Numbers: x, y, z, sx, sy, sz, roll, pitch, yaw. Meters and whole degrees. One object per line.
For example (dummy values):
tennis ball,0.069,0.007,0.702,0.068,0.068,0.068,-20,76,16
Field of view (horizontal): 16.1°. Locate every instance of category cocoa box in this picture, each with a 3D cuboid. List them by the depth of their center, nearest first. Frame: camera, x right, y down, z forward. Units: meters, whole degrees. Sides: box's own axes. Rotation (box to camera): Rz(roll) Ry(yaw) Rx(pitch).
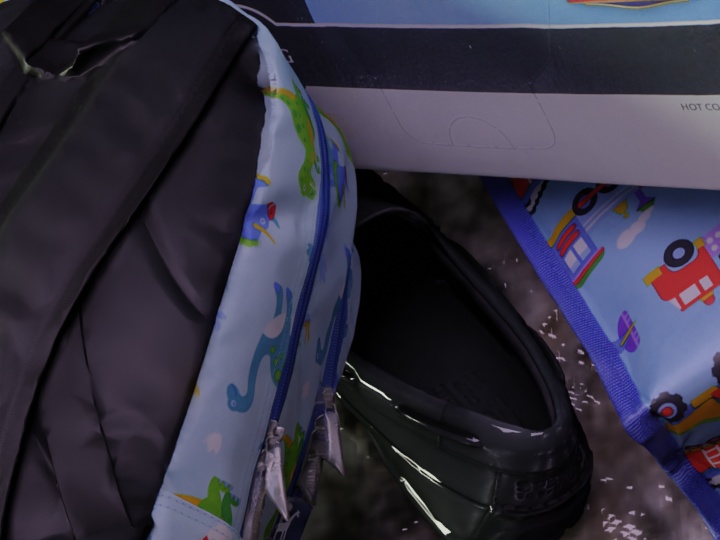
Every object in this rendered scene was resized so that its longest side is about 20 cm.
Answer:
cocoa box,0.050,-0.114,0.701,0.200,0.131,0.133,5,43,42

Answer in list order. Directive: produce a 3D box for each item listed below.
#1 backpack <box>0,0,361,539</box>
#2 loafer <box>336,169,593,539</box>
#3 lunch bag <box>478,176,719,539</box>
backpack,-0.078,0.019,0.675,0.163,0.154,0.200,4,77,30
loafer,0.000,0.000,0.770,0.068,0.070,0.201,-29,59,-24
lunch bag,0.113,-0.046,0.756,0.150,0.094,0.200,-33,52,6
